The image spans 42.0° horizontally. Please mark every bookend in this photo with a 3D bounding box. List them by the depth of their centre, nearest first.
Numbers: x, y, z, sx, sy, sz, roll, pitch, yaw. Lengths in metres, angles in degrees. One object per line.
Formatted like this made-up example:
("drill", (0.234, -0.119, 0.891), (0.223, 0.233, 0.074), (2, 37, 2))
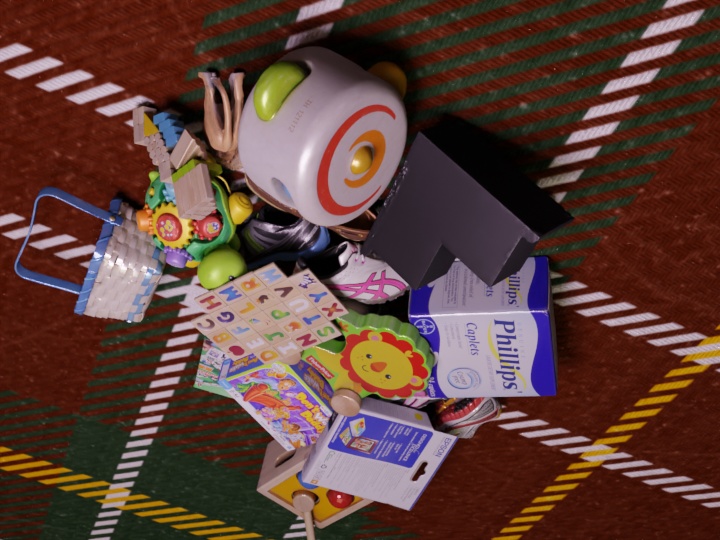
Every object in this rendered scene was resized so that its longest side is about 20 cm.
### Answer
("bookend", (0.127, -0.045, 1.174), (0.200, 0.092, 0.200), (43, 129, 21))

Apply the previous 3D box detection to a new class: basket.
("basket", (-0.382, -0.021, 1.340), (0.197, 0.141, 0.177), (20, 134, -20))

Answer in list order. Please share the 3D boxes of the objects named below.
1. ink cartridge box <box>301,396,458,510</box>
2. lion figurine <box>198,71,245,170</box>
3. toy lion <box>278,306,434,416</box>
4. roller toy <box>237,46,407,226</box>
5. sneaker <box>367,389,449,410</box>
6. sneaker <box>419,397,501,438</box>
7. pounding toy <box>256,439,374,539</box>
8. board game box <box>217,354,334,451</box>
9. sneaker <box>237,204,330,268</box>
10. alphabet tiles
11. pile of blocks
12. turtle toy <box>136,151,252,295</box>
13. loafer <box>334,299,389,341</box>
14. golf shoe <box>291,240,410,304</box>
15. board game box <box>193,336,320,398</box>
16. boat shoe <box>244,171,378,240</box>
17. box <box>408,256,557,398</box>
("ink cartridge box", (0.029, 0.296, 1.525), (0.197, 0.047, 0.199), (16, 125, -16))
("lion figurine", (-0.165, -0.179, 1.141), (0.071, 0.200, 0.125), (1, 101, 0))
("toy lion", (-0.001, 0.118, 1.346), (0.200, 0.069, 0.191), (42, 130, -18))
("roller toy", (-0.037, -0.154, 1.100), (0.139, 0.198, 0.185), (34, 128, 31))
("sneaker", (0.088, 0.190, 1.515), (0.197, 0.081, 0.086), (-8, 144, 29))
("sneaker", (0.150, 0.257, 1.552), (0.082, 0.079, 0.199), (35, 130, -24))
("pounding toy", (-0.079, 0.391, 1.677), (0.183, 0.143, 0.199), (36, 129, -22))
("board game box", (-0.120, 0.207, 1.537), (0.133, 0.045, 0.201), (-21, 126, 27))
("sneaker", (-0.137, -0.051, 1.329), (0.197, 0.071, 0.084), (-10, 108, 23))
("alphabet tiles", (-0.124, 0.063, 1.272), (0.198, 0.006, 0.167), (-23, 133, 23))
("pile of blocks", (-0.220, -0.147, 1.191), (0.062, 0.201, 0.082), (5, 131, -49))
("turtle toy", (-0.222, -0.055, 1.268), (0.145, 0.101, 0.201), (-40, 93, 29))
("loafer", (-0.055, 0.063, 1.406), (0.196, 0.076, 0.070), (-2, 138, 13))
("golf shoe", (0.000, 0.000, 1.296), (0.197, 0.073, 0.093), (-15, 136, -19))
("board game box", (-0.173, 0.172, 1.565), (0.197, 0.029, 0.136), (17, 135, -6))
("boat shoe", (-0.057, -0.098, 1.241), (0.198, 0.073, 0.067), (25, 178, -19))
("box", (0.183, 0.087, 1.364), (0.196, 0.106, 0.186), (-4, 133, 14))
